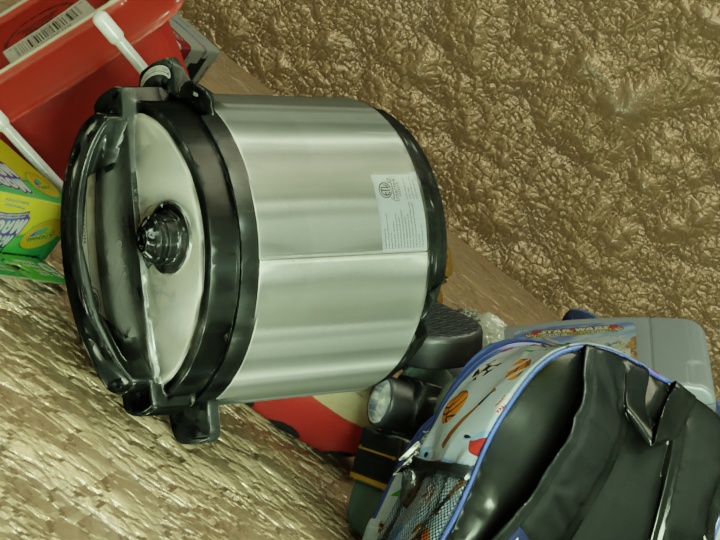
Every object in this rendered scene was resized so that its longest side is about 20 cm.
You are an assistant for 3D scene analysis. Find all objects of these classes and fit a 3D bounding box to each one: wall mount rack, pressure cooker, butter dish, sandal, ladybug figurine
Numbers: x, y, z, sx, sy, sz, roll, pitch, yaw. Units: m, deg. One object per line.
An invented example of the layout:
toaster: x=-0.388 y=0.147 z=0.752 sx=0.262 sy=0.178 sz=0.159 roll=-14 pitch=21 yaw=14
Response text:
wall mount rack: x=-0.135 y=-0.080 z=1.033 sx=0.173 sy=0.199 sz=0.075 roll=18 pitch=52 yaw=-46
pressure cooker: x=-0.074 y=-0.015 z=0.899 sx=0.198 sy=0.180 sz=0.176 roll=-4 pitch=41 yaw=-36
butter dish: x=-0.192 y=-0.119 z=1.153 sx=0.149 sy=0.199 sz=0.200 roll=59 pitch=1 yaw=-28
sandal: x=0.013 y=0.033 z=1.034 sx=0.075 sy=0.043 sz=0.200 roll=-4 pitch=17 yaw=-18
ladybug figurine: x=-0.045 y=0.059 z=1.071 sx=0.199 sy=0.072 sz=0.136 roll=37 pitch=9 yaw=-3

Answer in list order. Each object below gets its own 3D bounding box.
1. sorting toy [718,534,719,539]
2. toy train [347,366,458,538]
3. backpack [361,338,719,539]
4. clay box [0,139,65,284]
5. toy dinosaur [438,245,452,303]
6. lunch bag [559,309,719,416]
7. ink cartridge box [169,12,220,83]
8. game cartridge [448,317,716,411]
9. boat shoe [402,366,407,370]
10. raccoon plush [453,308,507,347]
sorting toy: x=0.188 y=0.153 z=1.133 sx=0.179 sy=0.107 sz=0.200 roll=34 pitch=-36 yaw=-11
toy train: x=0.084 y=0.128 z=0.984 sx=0.198 sy=0.115 sz=0.085 roll=19 pitch=-4 yaw=-27
backpack: x=0.102 y=0.135 z=0.862 sx=0.199 sy=0.192 sz=0.154 roll=33 pitch=-8 yaw=-27
clay box: x=-0.254 y=-0.069 z=0.972 sx=0.199 sy=0.048 sz=0.115 roll=39 pitch=8 yaw=15
toy dinosaur: x=0.023 y=0.013 z=1.326 sx=0.105 sy=0.061 sz=0.200 roll=-2 pitch=-21 yaw=21
lunch bag: x=0.210 y=0.150 z=1.388 sx=0.199 sy=0.132 sz=0.137 roll=34 pitch=-28 yaw=25
ink cartridge box: x=-0.200 y=-0.151 z=1.325 sx=0.083 sy=0.146 sz=0.200 roll=38 pitch=8 yaw=-1
game cartridge: x=0.159 y=0.077 z=1.198 sx=0.197 sy=0.042 sz=0.133 roll=-5 pitch=25 yaw=10
boat shoe: x=0.020 y=0.070 z=1.312 sx=0.072 sy=0.076 sz=0.200 roll=36 pitch=4 yaw=25
raccoon plush: x=0.000 y=0.000 z=1.170 sx=0.097 sy=0.197 sz=0.135 roll=-92 pitch=171 yaw=-54
